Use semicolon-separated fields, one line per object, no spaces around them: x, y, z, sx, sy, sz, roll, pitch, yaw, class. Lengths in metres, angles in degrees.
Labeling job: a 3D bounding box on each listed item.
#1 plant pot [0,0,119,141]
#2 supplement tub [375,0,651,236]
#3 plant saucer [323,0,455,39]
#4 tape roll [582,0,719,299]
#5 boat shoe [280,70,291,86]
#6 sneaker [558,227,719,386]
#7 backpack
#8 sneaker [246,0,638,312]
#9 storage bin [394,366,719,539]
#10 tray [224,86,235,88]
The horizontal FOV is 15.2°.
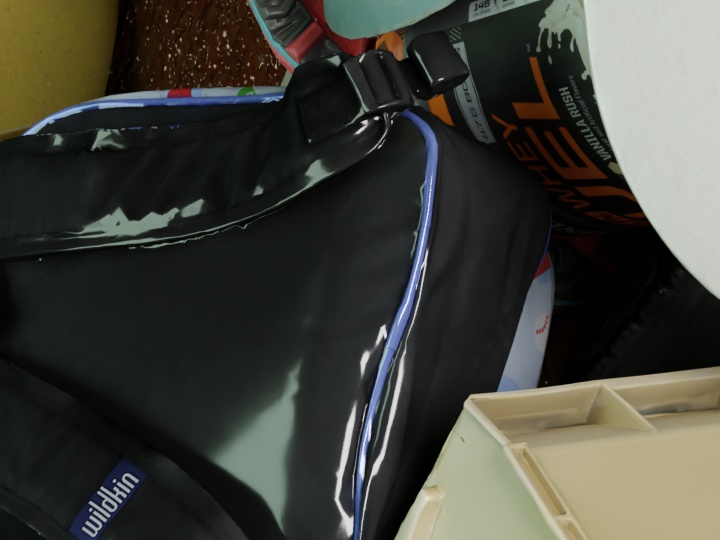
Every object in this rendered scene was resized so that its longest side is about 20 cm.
-0.230;-0.134;1.329;0.195;0.194;0.200;-33;76;56;plant pot
0.095;-0.076;0.855;0.200;0.122;0.123;-11;85;59;supplement tub
0.050;-0.161;0.871;0.201;0.039;0.201;-39;21;19;plant saucer
0.159;-0.070;0.709;0.203;0.037;0.203;2;99;14;tape roll
0.005;-0.085;1.067;0.200;0.057;0.067;115;172;-46;boat shoe
0.103;0.060;0.917;0.200;0.091;0.076;-60;5;18;sneaker
-0.042;0.029;0.854;0.190;0.154;0.200;11;78;32;backpack
0.009;-0.059;0.988;0.200;0.079;0.096;53;153;-1;sneaker
0.135;0.122;0.745;0.199;0.200;0.094;58;139;37;storage bin
0.000;0.000;1.019;0.107;0.022;0.200;41;165;18;tray
